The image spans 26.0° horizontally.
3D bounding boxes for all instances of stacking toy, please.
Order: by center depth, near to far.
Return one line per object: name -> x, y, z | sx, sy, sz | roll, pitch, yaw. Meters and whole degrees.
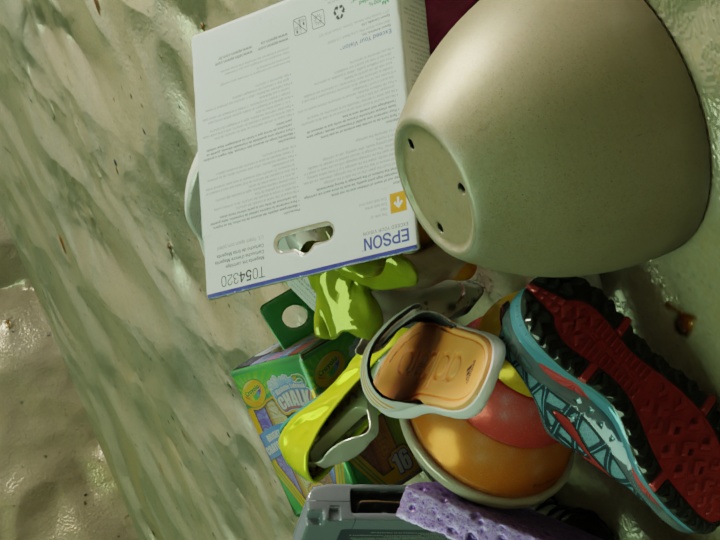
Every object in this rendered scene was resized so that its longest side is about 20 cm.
stacking toy -> 0.124, 0.063, 1.129 | 0.147, 0.145, 0.201 | 54, 138, 27

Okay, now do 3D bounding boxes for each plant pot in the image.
plant pot -> 0.099, -0.077, 0.963 | 0.201, 0.133, 0.202 | 50, 154, 35

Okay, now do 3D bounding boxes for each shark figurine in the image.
shark figurine -> -0.021, -0.003, 1.243 | 0.214, 0.128, 0.090 | 40, 151, 0

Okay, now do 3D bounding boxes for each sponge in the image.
sponge -> 0.136, 0.203, 1.144 | 0.198, 0.111, 0.030 | 20, 92, 29

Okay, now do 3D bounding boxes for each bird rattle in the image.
bird rattle -> 0.007, -0.049, 1.183 | 0.113, 0.161, 0.202 | 118, 146, -52

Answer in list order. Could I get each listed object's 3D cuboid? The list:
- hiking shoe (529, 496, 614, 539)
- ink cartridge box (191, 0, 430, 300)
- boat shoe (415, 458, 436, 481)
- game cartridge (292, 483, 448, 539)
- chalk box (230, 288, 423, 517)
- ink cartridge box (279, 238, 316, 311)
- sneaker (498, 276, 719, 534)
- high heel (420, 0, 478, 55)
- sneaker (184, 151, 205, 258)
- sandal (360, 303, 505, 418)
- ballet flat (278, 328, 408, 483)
hiking shoe -> 0.160, 0.209, 1.250 | 0.200, 0.075, 0.101 | 47, 146, 20
ink cartridge box -> -0.033, -0.092, 1.087 | 0.195, 0.043, 0.203 | -12, 78, 37
boat shoe -> 0.086, 0.126, 1.334 | 0.072, 0.060, 0.203 | 43, 154, 21
game cartridge -> 0.042, 0.227, 1.383 | 0.133, 0.197, 0.042 | 113, 157, -65
chalk box -> -0.027, 0.112, 1.464 | 0.123, 0.124, 0.202 | -15, 101, 52
ink cartridge box -> -0.047, -0.081, 1.385 | 0.145, 0.083, 0.202 | 41, 149, 47
sneaker -> 0.168, 0.090, 1.032 | 0.201, 0.079, 0.096 | 52, 154, 2
high heel -> 0.019, -0.231, 1.129 | 0.067, 0.096, 0.201 | 29, -147, -43
sneaker -> -0.129, -0.069, 1.391 | 0.201, 0.074, 0.089 | 93, 158, -55
sandal -> 0.039, 0.058, 1.089 | 0.059, 0.080, 0.206 | 26, 169, -15
ballet flat -> 0.010, 0.106, 1.337 | 0.067, 0.200, 0.067 | 34, -164, -40
